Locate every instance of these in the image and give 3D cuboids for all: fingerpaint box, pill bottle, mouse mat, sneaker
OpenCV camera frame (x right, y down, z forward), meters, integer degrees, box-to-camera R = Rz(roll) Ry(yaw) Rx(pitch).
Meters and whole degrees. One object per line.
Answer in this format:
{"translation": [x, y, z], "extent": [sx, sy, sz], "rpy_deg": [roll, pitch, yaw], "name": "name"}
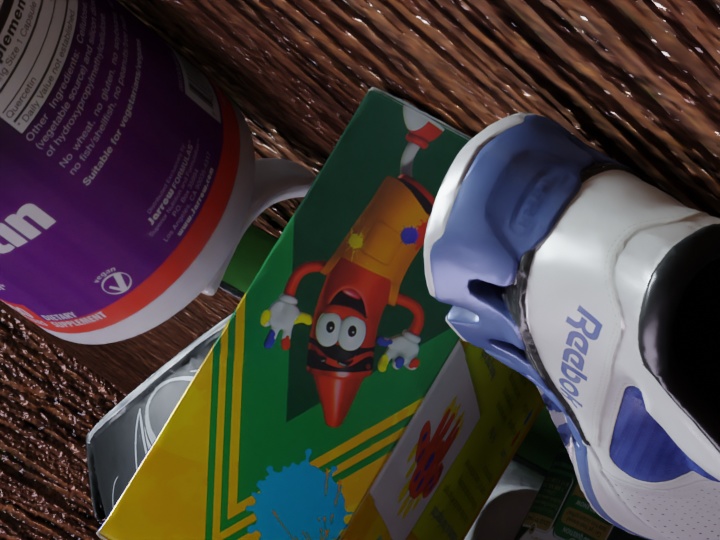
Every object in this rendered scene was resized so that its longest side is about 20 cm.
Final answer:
{"translation": [0.002, 0.051, 0.819], "extent": [0.073, 0.167, 0.200], "rpy_deg": [29, 172, 14], "name": "fingerpaint box"}
{"translation": [-0.134, -0.063, 0.832], "extent": [0.112, 0.113, 0.200], "rpy_deg": [23, 168, 46], "name": "pill bottle"}
{"translation": [0.014, 0.032, 1.065], "extent": [0.200, 0.008, 0.161], "rpy_deg": [31, -170, 4], "name": "mouse mat"}
{"translation": [0.109, 0.040, 0.667], "extent": [0.115, 0.081, 0.199], "rpy_deg": [26, 169, 45], "name": "sneaker"}

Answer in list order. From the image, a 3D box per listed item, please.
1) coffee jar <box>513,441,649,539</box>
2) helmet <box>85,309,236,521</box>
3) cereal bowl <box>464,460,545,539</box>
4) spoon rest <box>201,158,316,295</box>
{"translation": [0.090, 0.126, 0.822], "extent": [0.104, 0.200, 0.085], "rpy_deg": [36, 171, -30], "name": "coffee jar"}
{"translation": [-0.018, 0.113, 1.158], "extent": [0.191, 0.200, 0.200], "rpy_deg": [54, 173, 5], "name": "helmet"}
{"translation": [0.062, 0.150, 0.965], "extent": [0.200, 0.200, 0.083], "rpy_deg": [33, 129, -11], "name": "cereal bowl"}
{"translation": [0.000, 0.000, 0.964], "extent": [0.099, 0.061, 0.200], "rpy_deg": [27, -176, 38], "name": "spoon rest"}
